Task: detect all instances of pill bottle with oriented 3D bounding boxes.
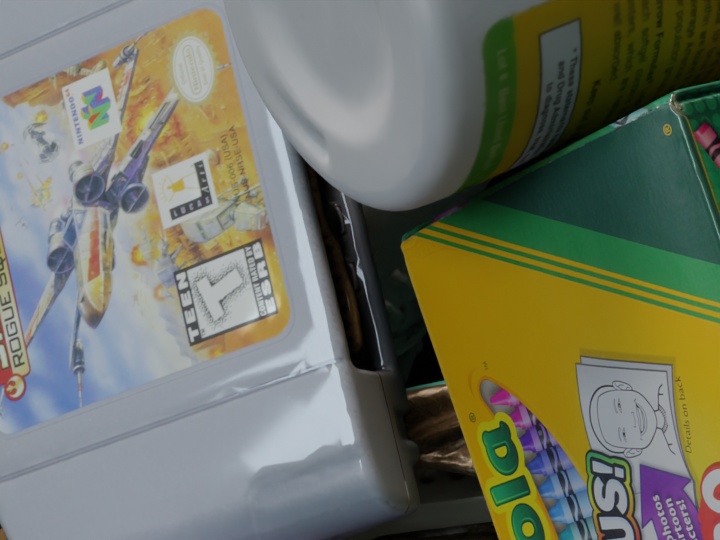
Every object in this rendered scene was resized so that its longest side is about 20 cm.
[{"bbox_3d":[0.070,-0.100,0.722,0.111,0.199,0.111,44,147,39],"label":"pill bottle"}]

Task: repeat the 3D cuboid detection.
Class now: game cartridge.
[{"bbox_3d":[-0.064,-0.011,0.781,0.133,0.041,0.201,-20,76,23],"label":"game cartridge"}]

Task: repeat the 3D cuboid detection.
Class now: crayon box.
[{"bbox_3d":[0.094,0.063,0.698,0.119,0.058,0.201,-27,80,52],"label":"crayon box"}]

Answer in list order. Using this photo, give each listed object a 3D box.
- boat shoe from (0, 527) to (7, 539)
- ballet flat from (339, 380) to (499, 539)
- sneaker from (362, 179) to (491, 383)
[{"bbox_3d":[-0.029,0.127,0.851,0.199,0.072,0.072,11,128,30],"label":"boat shoe"},{"bbox_3d":[-0.008,0.071,0.808,0.199,0.068,0.073,-4,57,17],"label":"ballet flat"},{"bbox_3d":[0.000,0.000,0.860,0.200,0.070,0.080,-41,71,30],"label":"sneaker"}]
